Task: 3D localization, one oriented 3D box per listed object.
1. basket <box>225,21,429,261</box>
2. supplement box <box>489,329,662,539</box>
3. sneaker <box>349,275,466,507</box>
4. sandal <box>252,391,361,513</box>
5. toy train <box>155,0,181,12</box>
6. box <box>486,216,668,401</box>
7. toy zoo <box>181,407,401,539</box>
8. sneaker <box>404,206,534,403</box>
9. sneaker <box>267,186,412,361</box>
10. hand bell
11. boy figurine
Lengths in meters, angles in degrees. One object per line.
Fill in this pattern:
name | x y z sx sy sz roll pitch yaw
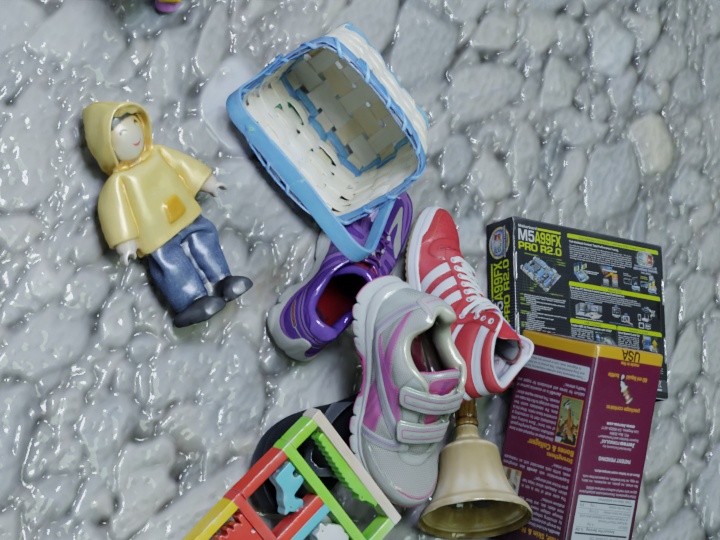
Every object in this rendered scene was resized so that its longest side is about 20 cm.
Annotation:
basket | -0.026 -0.113 1.574 0.177 0.139 0.200 52 25 -10
supplement box | 0.196 0.164 1.663 0.085 0.110 0.202 9 91 -34
sneaker | 0.044 0.108 1.551 0.081 0.088 0.202 -13 104 -38
sandal | -0.017 0.145 1.590 0.199 0.043 0.077 -30 96 -37
toy train | -0.150 -0.304 1.547 0.055 0.150 0.202 5 68 2
box | 0.214 0.042 1.779 0.199 0.044 0.162 9 73 -34
toy zoo | -0.069 0.231 1.517 0.200 0.020 0.132 -45 113 -21
sneaker | 0.099 0.028 1.643 0.071 0.112 0.202 34 52 -49
sneaker | 0.000 0.000 1.614 0.081 0.083 0.201 44 56 -19
hand bell | 0.096 0.134 1.662 0.103 0.104 0.202 14 58 -32
boy figurine | -0.166 -0.057 1.524 0.124 0.064 0.201 -33 101 -33
